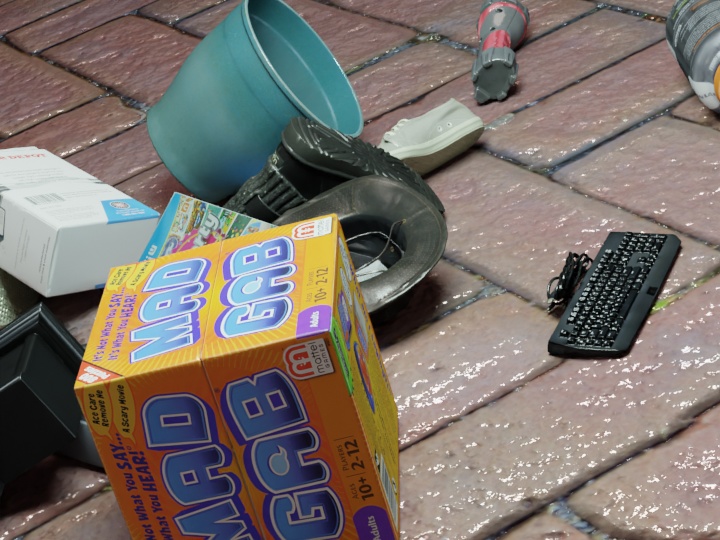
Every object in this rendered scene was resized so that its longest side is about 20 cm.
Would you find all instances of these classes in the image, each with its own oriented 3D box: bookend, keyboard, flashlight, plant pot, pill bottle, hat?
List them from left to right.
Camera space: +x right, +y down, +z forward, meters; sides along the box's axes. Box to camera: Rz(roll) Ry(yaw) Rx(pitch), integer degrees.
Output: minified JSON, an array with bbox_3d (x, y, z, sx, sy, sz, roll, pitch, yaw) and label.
[{"bbox_3d":[-0.336,0.156,1.548,0.199,0.092,0.200,-32,23,15],"label":"bookend"},{"bbox_3d":[-0.131,-0.180,2.033,0.188,0.200,0.200,-35,20,20],"label":"plant pot"},{"bbox_3d":[0.000,0.000,1.731,0.200,0.081,0.201,-13,40,11],"label":"hat"},{"bbox_3d":[0.170,-0.272,2.177,0.068,0.068,0.200,-9,26,11],"label":"flashlight"},{"bbox_3d":[0.215,0.010,1.625,0.104,0.040,0.200,-2,29,27],"label":"keyboard"},{"bbox_3d":[0.392,-0.228,1.907,0.106,0.106,0.200,-15,26,5],"label":"pill bottle"}]

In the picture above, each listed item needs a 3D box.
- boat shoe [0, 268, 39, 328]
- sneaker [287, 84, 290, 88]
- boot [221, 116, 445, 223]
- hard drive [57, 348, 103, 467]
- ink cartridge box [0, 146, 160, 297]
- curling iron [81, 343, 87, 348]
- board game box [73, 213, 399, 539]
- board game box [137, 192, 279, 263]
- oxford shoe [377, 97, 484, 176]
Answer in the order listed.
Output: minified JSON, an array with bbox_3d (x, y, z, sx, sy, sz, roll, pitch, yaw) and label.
[{"bbox_3d":[-0.389,0.013,1.956,0.062,0.075,0.200,-12,20,14],"label":"boat shoe"},{"bbox_3d":[-0.091,-0.223,2.215,0.074,0.088,0.200,-21,26,-7],"label":"sneaker"},{"bbox_3d":[-0.034,-0.059,1.855,0.158,0.211,0.079,-53,30,24],"label":"boot"},{"bbox_3d":[-0.226,0.122,1.670,0.200,0.042,0.135,12,39,45],"label":"hard drive"},{"bbox_3d":[-0.338,-0.056,1.931,0.200,0.086,0.146,27,23,35],"label":"ink cartridge box"},{"bbox_3d":[-0.223,0.072,1.787,0.200,0.026,0.050,-14,25,5],"label":"curling iron"},{"bbox_3d":[-0.089,0.105,1.438,0.200,0.200,0.200,-13,26,8],"label":"board game box"},{"bbox_3d":[-0.128,0.023,1.682,0.200,0.064,0.148,19,79,45],"label":"board game box"},{"bbox_3d":[0.048,-0.132,1.957,0.200,0.058,0.075,-29,-17,-32],"label":"oxford shoe"}]
